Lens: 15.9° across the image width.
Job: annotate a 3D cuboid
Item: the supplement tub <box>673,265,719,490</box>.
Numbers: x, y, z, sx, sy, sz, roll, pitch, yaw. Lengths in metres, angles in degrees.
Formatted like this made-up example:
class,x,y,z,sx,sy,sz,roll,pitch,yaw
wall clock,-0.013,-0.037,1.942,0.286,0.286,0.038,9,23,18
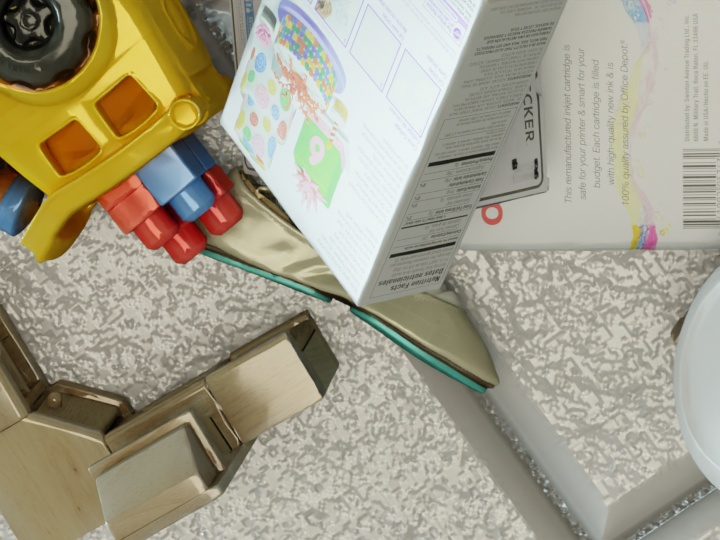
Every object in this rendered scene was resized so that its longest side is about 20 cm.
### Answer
class,x,y,z,sx,sy,sz,roll,pitch,yaw
supplement tub,0.278,0.062,1.370,0.199,0.140,0.141,8,108,-37

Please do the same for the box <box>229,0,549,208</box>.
class,x,y,z,sx,sy,sz,roll,pitch,yaw
box,0.012,-0.103,1.384,0.060,0.199,0.118,-13,106,-36

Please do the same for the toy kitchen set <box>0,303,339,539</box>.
class,x,y,z,sx,sy,sz,roll,pitch,yaw
toy kitchen set,-0.146,0.050,1.447,0.199,0.163,0.181,-29,98,12

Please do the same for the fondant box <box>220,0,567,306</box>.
class,x,y,z,sx,sy,sz,roll,pitch,yaw
fondant box,0.012,-0.105,1.283,0.145,0.058,0.201,52,137,31

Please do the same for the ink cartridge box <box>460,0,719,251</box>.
class,x,y,z,sx,sy,sz,roll,pitch,yaw
ink cartridge box,0.149,-0.089,1.422,0.198,0.085,0.146,-1,102,6

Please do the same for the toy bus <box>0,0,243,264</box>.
class,x,y,z,sx,sy,sz,roll,pitch,yaw
toy bus,-0.164,-0.074,1.435,0.199,0.136,0.193,-34,96,14

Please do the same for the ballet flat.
class,x,y,z,sx,sy,sz,roll,pitch,yaw
ballet flat,0.000,0.000,1.473,0.199,0.069,0.070,27,104,1

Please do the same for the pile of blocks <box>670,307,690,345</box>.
class,x,y,z,sx,sy,sz,roll,pitch,yaw
pile of blocks,0.250,0.089,1.461,0.082,0.062,0.201,-29,98,12
